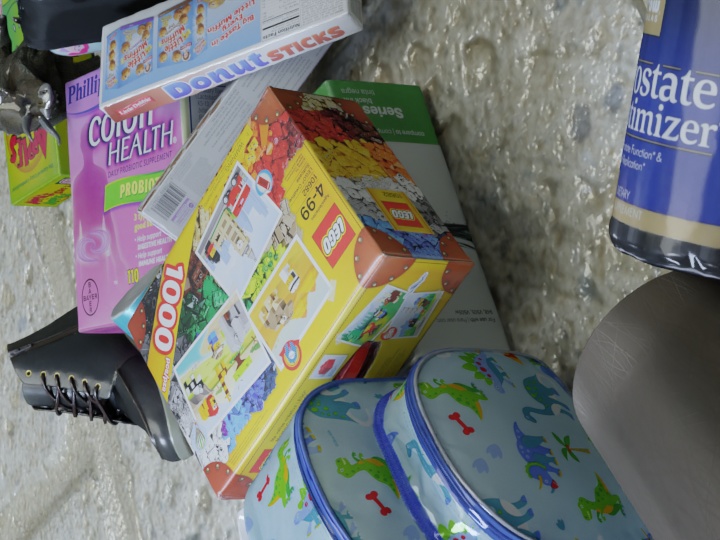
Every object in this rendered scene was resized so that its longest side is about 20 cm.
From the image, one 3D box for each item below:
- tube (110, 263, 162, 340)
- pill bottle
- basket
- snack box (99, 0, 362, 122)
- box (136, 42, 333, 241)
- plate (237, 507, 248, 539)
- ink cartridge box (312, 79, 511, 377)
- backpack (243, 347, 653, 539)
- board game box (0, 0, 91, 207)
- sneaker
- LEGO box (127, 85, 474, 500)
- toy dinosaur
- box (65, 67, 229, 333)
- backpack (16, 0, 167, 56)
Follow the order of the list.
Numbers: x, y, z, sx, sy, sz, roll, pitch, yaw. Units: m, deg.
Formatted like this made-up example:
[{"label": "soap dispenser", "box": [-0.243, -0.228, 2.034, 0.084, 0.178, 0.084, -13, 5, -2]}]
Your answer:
[{"label": "tube", "box": [-0.083, 0.080, 1.129, 0.200, 0.051, 0.077, 44, 145, -13]}, {"label": "pill bottle", "box": [0.190, -0.100, 0.793, 0.112, 0.111, 0.202, 21, 107, 51]}, {"label": "basket", "box": [0.195, 0.098, 0.762, 0.136, 0.180, 0.200, -55, 36, 16]}, {"label": "snack box", "box": [-0.091, -0.164, 1.109, 0.199, 0.024, 0.072, -17, 58, 24]}, {"label": "box", "box": [-0.079, -0.109, 1.123, 0.201, 0.041, 0.039, -55, 14, -4]}, {"label": "plate", "box": [-0.006, 0.238, 1.116, 0.199, 0.032, 0.202, -30, 66, 48]}, {"label": "ink cartridge box", "box": [0.000, 0.000, 1.066, 0.147, 0.083, 0.201, -42, 58, 44]}, {"label": "backpack", "box": [0.047, 0.134, 0.909, 0.147, 0.199, 0.184, -57, 47, 35]}, {"label": "board game box", "box": [-0.282, -0.168, 1.468, 0.101, 0.047, 0.202, -21, 73, 50]}, {"label": "sneaker", "box": [-0.208, 0.103, 1.307, 0.200, 0.106, 0.075, 48, 159, 49]}, {"label": "LEGO box", "box": [-0.042, 0.016, 0.986, 0.201, 0.077, 0.149, -56, 50, 29]}, {"label": "toy dinosaur", "box": [-0.265, -0.157, 1.345, 0.200, 0.076, 0.103, -70, -17, -85]}, {"label": "box", "box": [-0.138, -0.060, 1.238, 0.175, 0.096, 0.202, -10, 82, 52]}, {"label": "backpack", "box": [-0.187, -0.269, 1.236, 0.151, 0.176, 0.201, 104, 154, -70]}]
